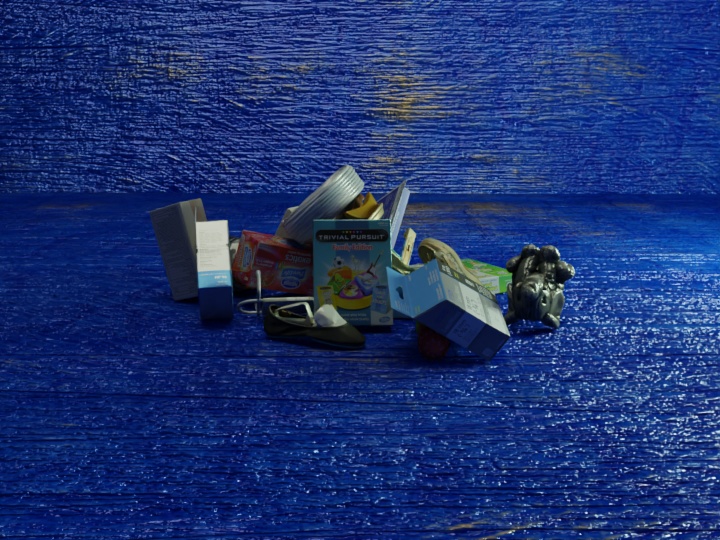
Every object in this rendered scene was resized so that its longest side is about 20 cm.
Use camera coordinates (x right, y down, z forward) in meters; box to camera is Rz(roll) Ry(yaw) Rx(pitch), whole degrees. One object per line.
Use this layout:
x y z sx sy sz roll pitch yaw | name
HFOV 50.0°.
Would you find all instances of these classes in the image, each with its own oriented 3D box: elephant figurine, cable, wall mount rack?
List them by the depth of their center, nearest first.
0.324 0.053 1.463 0.141 0.155 0.201 -32 20 38 | elephant figurine
-0.152 0.055 1.563 0.198 0.075 0.174 -1 -25 -10 | wall mount rack
-0.079 -0.138 1.639 0.200 0.069 0.200 -42 7 1 | cable

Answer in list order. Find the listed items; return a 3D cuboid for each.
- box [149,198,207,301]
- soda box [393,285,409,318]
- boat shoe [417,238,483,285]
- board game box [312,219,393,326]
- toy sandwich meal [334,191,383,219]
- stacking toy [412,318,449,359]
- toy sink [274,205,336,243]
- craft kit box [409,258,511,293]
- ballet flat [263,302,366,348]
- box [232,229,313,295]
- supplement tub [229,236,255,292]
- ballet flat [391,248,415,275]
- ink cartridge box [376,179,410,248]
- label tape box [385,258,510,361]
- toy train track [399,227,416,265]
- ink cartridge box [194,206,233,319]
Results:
-0.371 -0.044 1.656 0.094 0.202 0.078 -11 7 28 | box
0.104 0.057 1.547 0.198 0.069 0.064 2 12 7 | soda box
0.181 0.007 1.622 0.062 0.074 0.200 -23 53 -31 | boat shoe
-0.016 0.006 1.462 0.149 0.202 0.047 -1 -6 -4 | board game box
-0.027 -0.085 1.594 0.070 0.205 0.205 41 14 -3 | toy sandwich meal
0.126 0.097 1.357 0.084 0.086 0.200 1 17 5 | stacking toy
-0.140 -0.042 1.834 0.112 0.201 0.130 36 23 16 | toy sink
0.232 0.018 1.788 0.198 0.049 0.197 -7 17 -29 | craft kit box
-0.085 0.094 1.376 0.198 0.069 0.068 5 13 19 | ballet flat
-0.163 -0.013 1.659 0.199 0.101 0.095 11 13 -36 | box
-0.309 -0.019 1.756 0.199 0.124 0.122 10 16 37 | supplement tub
0.068 0.002 1.611 0.200 0.071 0.070 39 -15 -37 | ballet flat
0.058 -0.089 1.778 0.047 0.199 0.200 22 -16 -15 | ink cartridge box
0.146 0.050 1.303 0.199 0.063 0.145 29 23 -17 | label tape box
0.089 -0.015 1.728 0.032 0.115 0.201 -24 35 38 | toy train track
-0.291 -0.018 1.531 0.067 0.116 0.201 -3 56 -11 | ink cartridge box
